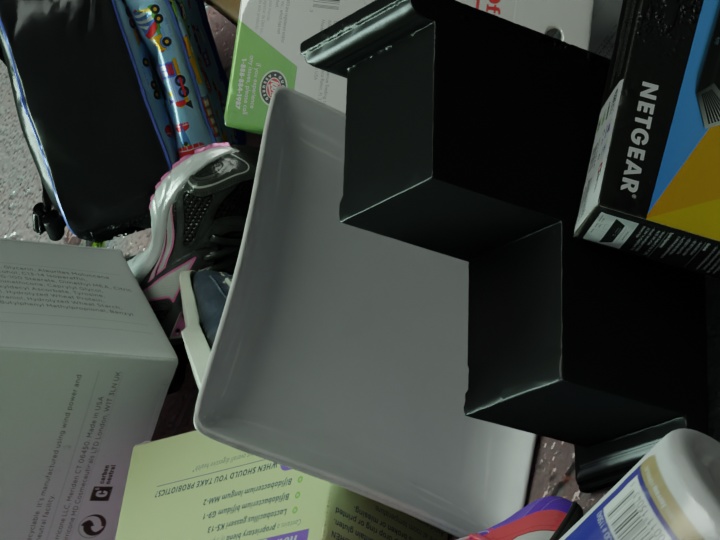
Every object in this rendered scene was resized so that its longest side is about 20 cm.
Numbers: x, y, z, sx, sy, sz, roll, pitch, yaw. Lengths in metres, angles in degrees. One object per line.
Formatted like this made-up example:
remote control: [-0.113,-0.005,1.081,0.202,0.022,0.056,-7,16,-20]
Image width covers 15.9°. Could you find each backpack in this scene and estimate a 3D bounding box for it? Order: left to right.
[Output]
backpack: [-0.154,-0.122,1.678,0.134,0.184,0.200,-16,6,8]

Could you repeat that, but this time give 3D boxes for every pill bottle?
pill bottle: [0.118,0.181,1.195,0.200,0.119,0.120,-46,39,17]

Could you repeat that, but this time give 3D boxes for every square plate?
square plate: [0.014,0.028,1.364,0.028,0.197,0.201,-28,44,56]

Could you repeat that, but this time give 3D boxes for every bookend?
bookend: [0.072,-0.011,1.286,0.092,0.198,0.201,-24,58,48]

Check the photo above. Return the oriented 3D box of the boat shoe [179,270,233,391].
boat shoe: [-0.069,0.035,1.463,0.062,0.075,0.200,-17,9,-3]

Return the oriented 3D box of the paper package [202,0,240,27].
paper package: [0.020,-0.202,1.586,0.200,0.103,0.191,-55,39,4]

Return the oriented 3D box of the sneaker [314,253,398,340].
sneaker: [0.000,0.000,1.472,0.073,0.085,0.200,-45,17,23]

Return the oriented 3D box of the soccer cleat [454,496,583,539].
soccer cleat: [0.031,0.170,1.285,0.200,0.073,0.068,-43,-9,-21]

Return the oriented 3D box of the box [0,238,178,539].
box: [-0.240,0.092,1.551,0.131,0.199,0.200,57,134,50]

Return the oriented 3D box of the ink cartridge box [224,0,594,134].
ink cartridge box: [0.033,-0.123,1.452,0.199,0.067,0.118,8,90,11]

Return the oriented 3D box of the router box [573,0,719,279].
router box: [0.198,-0.093,1.272,0.051,0.148,0.201,119,166,-68]

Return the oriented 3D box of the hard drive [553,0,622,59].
hard drive: [0.169,-0.095,1.406,0.132,0.027,0.200,-52,37,9]

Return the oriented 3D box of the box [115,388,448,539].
box: [-0.051,0.187,1.403,0.175,0.097,0.201,-18,52,41]

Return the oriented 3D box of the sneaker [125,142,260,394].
sneaker: [-0.095,0.005,1.594,0.200,0.080,0.087,-56,47,42]
